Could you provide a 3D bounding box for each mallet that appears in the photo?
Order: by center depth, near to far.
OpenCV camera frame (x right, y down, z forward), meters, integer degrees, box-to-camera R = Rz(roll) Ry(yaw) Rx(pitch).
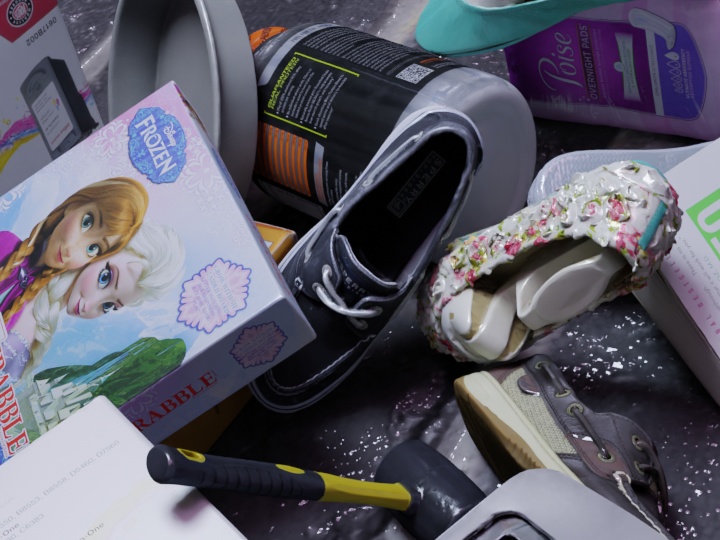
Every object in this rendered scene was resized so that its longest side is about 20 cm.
[{"bbox_3d":[-0.010,0.106,0.642,0.066,0.199,0.042,34,103,38],"label":"mallet"}]

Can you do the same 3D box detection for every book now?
[{"bbox_3d":[0.244,-0.023,0.745,0.199,0.048,0.134,-32,78,-16],"label":"book"}]

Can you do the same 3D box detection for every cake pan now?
[{"bbox_3d":[-0.118,-0.107,0.911,0.036,0.203,0.200,-4,32,-28],"label":"cake pan"}]

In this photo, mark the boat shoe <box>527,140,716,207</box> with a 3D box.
[{"bbox_3d":[0.192,-0.036,0.799,0.196,0.062,0.073,4,72,-1],"label":"boat shoe"}]

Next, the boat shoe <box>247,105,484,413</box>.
[{"bbox_3d":[0.000,0.000,0.758,0.201,0.071,0.068,-51,6,12],"label":"boat shoe"}]

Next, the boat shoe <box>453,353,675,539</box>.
[{"bbox_3d":[0.116,0.099,0.669,0.064,0.074,0.200,-32,42,-10],"label":"boat shoe"}]

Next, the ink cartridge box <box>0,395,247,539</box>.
[{"bbox_3d":[-0.112,0.166,0.630,0.125,0.130,0.199,-34,43,-20],"label":"ink cartridge box"}]

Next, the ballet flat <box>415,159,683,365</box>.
[{"bbox_3d":[0.084,0.009,0.718,0.200,0.075,0.064,-41,18,48],"label":"ballet flat"}]

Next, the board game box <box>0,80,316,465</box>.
[{"bbox_3d":[-0.146,0.016,0.753,0.198,0.041,0.201,-34,47,2],"label":"board game box"}]

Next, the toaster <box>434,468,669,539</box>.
[{"bbox_3d":[0.083,0.197,0.534,0.199,0.120,0.180,-34,43,-20],"label":"toaster"}]

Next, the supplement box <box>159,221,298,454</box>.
[{"bbox_3d":[-0.106,0.058,0.803,0.068,0.067,0.200,15,49,35],"label":"supplement box"}]

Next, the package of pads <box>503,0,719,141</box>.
[{"bbox_3d":[0.188,-0.152,0.892,0.198,0.122,0.076,13,48,30],"label":"package of pads"}]

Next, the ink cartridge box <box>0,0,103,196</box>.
[{"bbox_3d":[-0.259,-0.104,0.936,0.085,0.202,0.148,16,50,33],"label":"ink cartridge box"}]

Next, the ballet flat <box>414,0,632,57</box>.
[{"bbox_3d":[0.116,-0.185,0.824,0.197,0.070,0.068,-12,57,20],"label":"ballet flat"}]

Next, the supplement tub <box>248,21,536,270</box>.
[{"bbox_3d":[0.003,-0.086,0.882,0.199,0.124,0.122,26,56,39],"label":"supplement tub"}]
